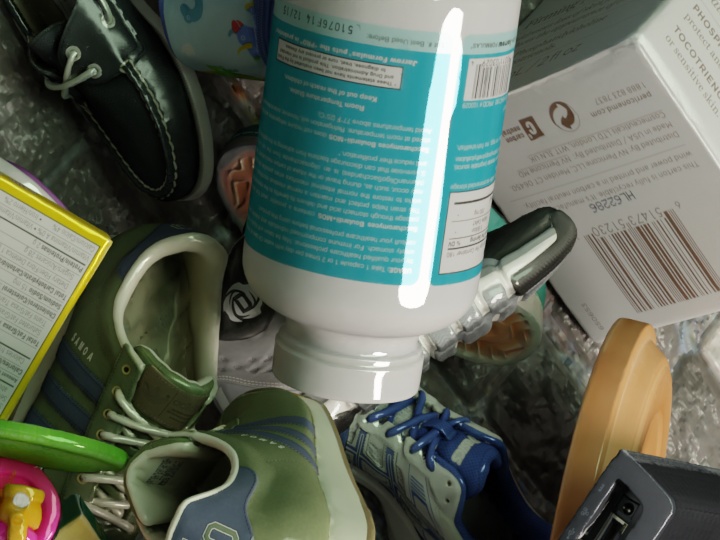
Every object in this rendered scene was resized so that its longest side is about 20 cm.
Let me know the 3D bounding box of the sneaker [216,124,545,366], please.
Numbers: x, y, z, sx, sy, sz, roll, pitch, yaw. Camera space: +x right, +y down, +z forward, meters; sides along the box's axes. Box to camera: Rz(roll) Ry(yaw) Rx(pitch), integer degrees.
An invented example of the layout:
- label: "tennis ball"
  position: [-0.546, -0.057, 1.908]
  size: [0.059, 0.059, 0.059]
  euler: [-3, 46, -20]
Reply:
- label: "sneaker"
  position: [0.012, -0.027, 1.471]
  size: [0.200, 0.071, 0.080]
  euler: [32, 41, -22]

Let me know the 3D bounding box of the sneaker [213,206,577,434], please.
- label: "sneaker"
  position: [0.000, 0.000, 1.379]
  size: [0.200, 0.075, 0.116]
  euler: [-35, 81, -8]

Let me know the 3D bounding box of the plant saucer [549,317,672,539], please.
- label: "plant saucer"
  position: [0.128, 0.125, 1.457]
  size: [0.200, 0.032, 0.201]
  euler: [11, 90, -77]

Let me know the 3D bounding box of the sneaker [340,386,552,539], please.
- label: "sneaker"
  position: [0.031, 0.084, 1.437]
  size: [0.200, 0.088, 0.075]
  euler: [49, 55, -16]

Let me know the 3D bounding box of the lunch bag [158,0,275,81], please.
- label: "lunch bag"
  position: [-0.020, -0.190, 1.367]
  size: [0.161, 0.082, 0.201]
  euler: [1, 94, -58]

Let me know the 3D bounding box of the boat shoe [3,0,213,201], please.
- label: "boat shoe"
  position: [-0.138, -0.118, 1.367]
  size: [0.060, 0.076, 0.201]
  euler: [-24, 82, -40]

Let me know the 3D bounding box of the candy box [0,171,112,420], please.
- label: "candy box"
  position: [-0.219, -0.021, 1.242]
  size: [0.200, 0.026, 0.102]
  euler: [31, 95, -13]

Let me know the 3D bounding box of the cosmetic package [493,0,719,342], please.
- label: "cosmetic package"
  position: [0.186, -0.095, 1.557]
  size: [0.167, 0.167, 0.200]
  euler: [54, 51, -14]

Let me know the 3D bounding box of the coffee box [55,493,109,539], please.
- label: "coffee box"
  position: [-0.123, 0.215, 1.269]
  size: [0.123, 0.044, 0.200]
  euler: [-31, 101, -2]

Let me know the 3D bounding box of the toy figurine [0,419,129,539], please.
- label: "toy figurine"
  position: [-0.211, 0.147, 1.187]
  size: [0.199, 0.150, 0.185]
  euler: [11, 80, -5]

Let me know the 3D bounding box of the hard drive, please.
- label: "hard drive"
  position: [0.113, 0.183, 1.353]
  size: [0.135, 0.042, 0.200]
  euler: [15, 108, -56]

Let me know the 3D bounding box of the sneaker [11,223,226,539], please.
- label: "sneaker"
  position: [-0.111, 0.067, 1.313]
  size: [0.067, 0.090, 0.201]
  euler: [28, 63, -32]

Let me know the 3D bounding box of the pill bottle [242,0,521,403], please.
- label: "pill bottle"
  position: [0.006, -0.045, 1.283]
  size: [0.110, 0.111, 0.201]
  euler: [-3, 108, -39]

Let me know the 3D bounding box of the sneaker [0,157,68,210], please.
- label: "sneaker"
  position: [-0.216, -0.039, 1.278]
  size: [0.200, 0.075, 0.100]
  euler: [43, 68, -15]

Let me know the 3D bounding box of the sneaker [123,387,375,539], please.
- label: "sneaker"
  position: [-0.058, 0.088, 1.217]
  size: [0.090, 0.200, 0.067]
  euler: [17, 102, -17]
